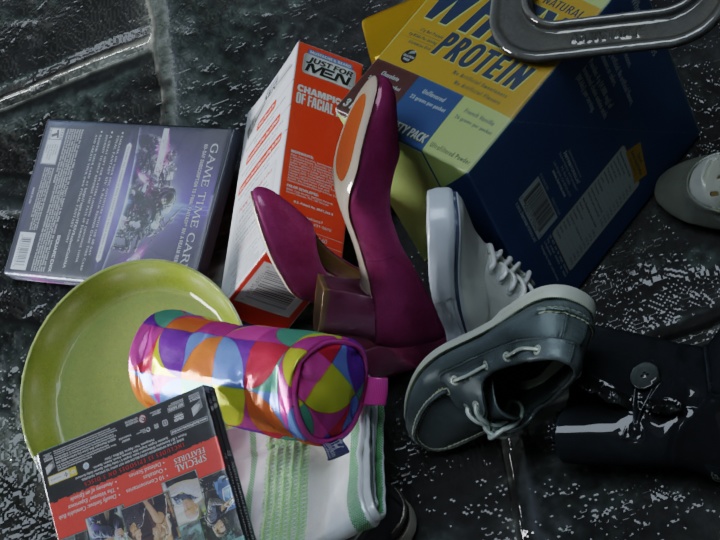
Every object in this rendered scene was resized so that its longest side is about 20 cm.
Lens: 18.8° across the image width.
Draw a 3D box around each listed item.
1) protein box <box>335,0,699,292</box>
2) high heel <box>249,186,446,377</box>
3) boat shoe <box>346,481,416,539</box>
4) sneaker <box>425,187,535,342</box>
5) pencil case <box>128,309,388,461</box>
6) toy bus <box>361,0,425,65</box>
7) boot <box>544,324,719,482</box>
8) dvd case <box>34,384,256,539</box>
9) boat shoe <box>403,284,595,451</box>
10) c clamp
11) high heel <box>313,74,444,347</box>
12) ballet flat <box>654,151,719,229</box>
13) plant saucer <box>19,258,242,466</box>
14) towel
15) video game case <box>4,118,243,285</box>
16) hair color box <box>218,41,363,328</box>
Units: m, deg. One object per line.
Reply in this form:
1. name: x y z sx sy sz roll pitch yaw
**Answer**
1. protein box: 0.122 -0.110 1.610 0.135 0.199 0.200 28 71 37
2. high heel: 0.000 0.000 1.592 0.096 0.200 0.067 -28 27 12
3. boat shoe: -0.057 0.208 1.554 0.199 0.063 0.073 -31 48 2
4. sneaker: 0.089 0.010 1.542 0.070 0.200 0.073 -8 52 9
5. pencil case: -0.079 0.076 1.565 0.199 0.088 0.089 9 60 44
6. toy bus: 0.108 -0.200 1.763 0.199 0.078 0.065 -21 49 11
7. boot: 0.229 0.053 1.517 0.167 0.076 0.201 10 67 27
8. dvd case: -0.140 0.198 1.518 0.145 0.022 0.201 -23 72 18
9. boat shoe: 0.091 0.083 1.518 0.200 0.073 0.062 -42 32 43
10. c clamp: 0.166 -0.218 1.519 0.199 0.027 0.172 1 58 23
11. high heel: 0.027 -0.040 1.529 0.095 0.201 0.068 5 29 -12
12. ballet flat: 0.297 -0.059 1.575 0.199 0.064 0.068 18 66 35
13. plant saucer: -0.170 0.091 1.689 0.199 0.031 0.201 -7 72 21
14. towel: -0.075 0.156 1.556 0.199 0.031 0.150 -22 35 17
15. video game case: -0.200 -0.054 1.823 0.199 0.019 0.144 5 73 30
16. hair color box: -0.054 -0.066 1.720 0.111 0.064 0.201 131 151 -51
